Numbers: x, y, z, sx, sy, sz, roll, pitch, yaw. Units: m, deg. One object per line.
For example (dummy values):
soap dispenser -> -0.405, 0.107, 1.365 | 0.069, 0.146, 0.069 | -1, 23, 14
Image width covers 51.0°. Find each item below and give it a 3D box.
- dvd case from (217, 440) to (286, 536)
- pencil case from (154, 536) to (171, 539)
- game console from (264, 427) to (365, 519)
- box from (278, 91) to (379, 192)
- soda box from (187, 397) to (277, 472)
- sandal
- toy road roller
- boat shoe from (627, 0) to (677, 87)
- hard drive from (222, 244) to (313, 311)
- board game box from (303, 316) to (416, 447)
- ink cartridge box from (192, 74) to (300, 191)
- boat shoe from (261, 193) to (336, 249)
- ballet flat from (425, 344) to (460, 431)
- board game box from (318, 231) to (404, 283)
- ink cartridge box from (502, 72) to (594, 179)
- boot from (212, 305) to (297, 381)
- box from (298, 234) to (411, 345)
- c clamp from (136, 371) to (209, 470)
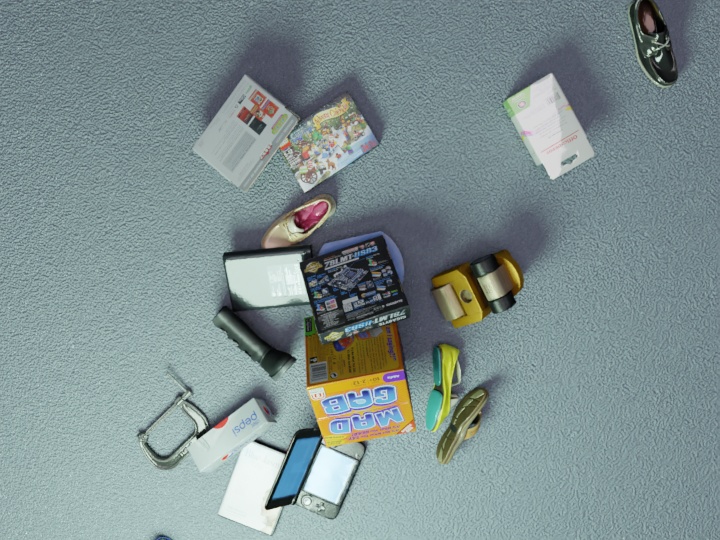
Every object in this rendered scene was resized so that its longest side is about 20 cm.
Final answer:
dvd case -> -0.237, 0.508, 1.772 | 0.141, 0.018, 0.202 | 21, 96, 1
pencil case -> -0.490, 0.729, 1.772 | 0.086, 0.078, 0.201 | 32, 97, 21
game console -> -0.100, 0.468, 1.713 | 0.171, 0.119, 0.202 | 23, 96, 0
box -> -0.075, -0.284, 1.679 | 0.199, 0.038, 0.137 | -32, 94, 5
soda box -> -0.294, 0.377, 1.730 | 0.199, 0.063, 0.069 | -37, 70, 5
sandal -> 0.239, 0.355, 1.715 | 0.054, 0.080, 0.201 | 25, 98, -16
toy road roller -> 0.270, 0.031, 1.672 | 0.199, 0.146, 0.124 | -23, 96, 42
boat shoe -> 0.631, -0.490, 1.620 | 0.071, 0.068, 0.202 | -22, 96, 2
hard drive -> -0.201, 0.018, 1.695 | 0.198, 0.033, 0.141 | -5, 116, 2
board game box -> -0.002, 0.220, 1.607 | 0.197, 0.201, 0.201 | -11, 130, 3
ink cartridge box -> -0.233, -0.285, 1.634 | 0.175, 0.084, 0.201 | 41, 97, 20
boat shoe -> -0.143, -0.103, 1.683 | 0.199, 0.069, 0.074 | -38, 94, 6
ballet flat -> 0.194, 0.268, 1.715 | 0.066, 0.067, 0.203 | 4, 94, -20
board game box -> 0.000, 0.000, 1.705 | 0.198, 0.039, 0.160 | -12, 100, 5
ink cartridge box -> 0.410, -0.310, 1.644 | 0.116, 0.067, 0.201 | -29, 93, 4
boot -> -0.238, 0.154, 1.671 | 0.200, 0.165, 0.066 | 48, 67, -2
box -> -0.015, 0.038, 1.595 | 0.198, 0.050, 0.200 | -18, 52, -2
c clamp -> -0.447, 0.362, 1.765 | 0.171, 0.027, 0.200 | 40, 94, -7
